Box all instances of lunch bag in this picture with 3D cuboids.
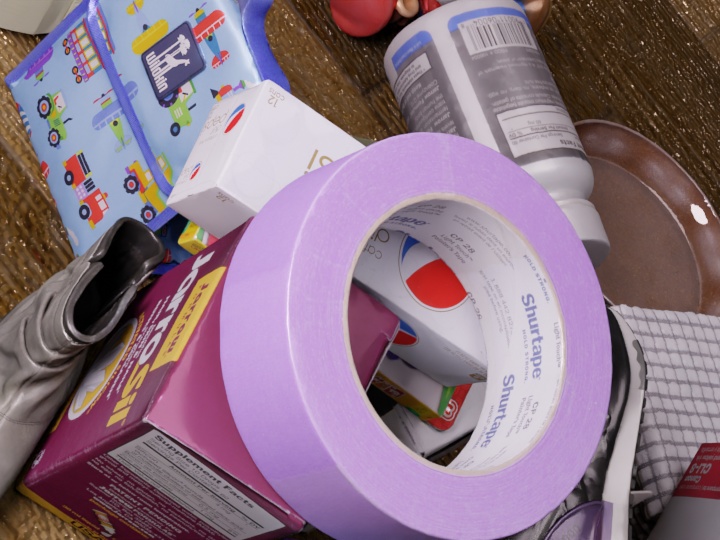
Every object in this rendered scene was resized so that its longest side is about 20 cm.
[{"bbox_3d":[-0.108,-0.106,1.176,0.094,0.200,0.151,-6,65,-44],"label":"lunch bag"}]

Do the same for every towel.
[{"bbox_3d":[0.239,0.122,1.410,0.199,0.085,0.167,6,59,-40],"label":"towel"}]

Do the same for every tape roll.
[{"bbox_3d":[0.030,0.037,0.970,0.199,0.065,0.202,10,73,-34],"label":"tape roll"}]

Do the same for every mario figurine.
[{"bbox_3d":[0.057,-0.228,1.475,0.199,0.123,0.107,5,70,-44],"label":"mario figurine"}]

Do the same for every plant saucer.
[{"bbox_3d":[0.212,-0.024,1.524,0.199,0.034,0.201,23,46,-27],"label":"plant saucer"}]

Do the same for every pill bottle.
[{"bbox_3d":[0.100,-0.086,1.411,0.113,0.114,0.201,-1,63,-42],"label":"pill bottle"}]

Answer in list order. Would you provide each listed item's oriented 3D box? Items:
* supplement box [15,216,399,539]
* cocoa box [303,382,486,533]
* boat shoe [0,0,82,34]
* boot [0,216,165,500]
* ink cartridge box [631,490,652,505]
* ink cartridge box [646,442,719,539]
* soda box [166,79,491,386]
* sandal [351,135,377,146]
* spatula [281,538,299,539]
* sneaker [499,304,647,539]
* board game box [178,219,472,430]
[{"bbox_3d":[-0.086,0.074,1.047,0.103,0.200,0.131,36,60,-16],"label":"supplement box"},{"bbox_3d":[0.029,0.052,1.233,0.199,0.133,0.132,-23,79,-47],"label":"cocoa box"},{"bbox_3d":[-0.172,-0.178,1.275,0.199,0.071,0.063,16,49,-27],"label":"boat shoe"},{"bbox_3d":[-0.181,0.056,1.048,0.068,0.131,0.201,38,43,-13],"label":"boot"},{"bbox_3d":[0.093,0.194,1.201,0.199,0.116,0.068,-4,65,-42],"label":"ink cartridge box"},{"bbox_3d":[0.252,0.232,1.235,0.145,0.145,0.201,37,76,-14],"label":"ink cartridge box"},{"bbox_3d":[0.000,-0.016,1.046,0.199,0.064,0.068,34,67,-22],"label":"soda box"},{"bbox_3d":[-0.025,-0.075,1.334,0.200,0.057,0.080,-5,65,-43],"label":"sandal"},{"bbox_3d":[-0.050,0.161,1.042,0.056,0.199,0.021,15,65,-39],"label":"spatula"},{"bbox_3d":[0.111,0.096,1.140,0.087,0.076,0.201,22,54,-22],"label":"sneaker"},{"bbox_3d":[0.000,0.000,1.097,0.200,0.030,0.096,38,66,-24],"label":"board game box"}]
